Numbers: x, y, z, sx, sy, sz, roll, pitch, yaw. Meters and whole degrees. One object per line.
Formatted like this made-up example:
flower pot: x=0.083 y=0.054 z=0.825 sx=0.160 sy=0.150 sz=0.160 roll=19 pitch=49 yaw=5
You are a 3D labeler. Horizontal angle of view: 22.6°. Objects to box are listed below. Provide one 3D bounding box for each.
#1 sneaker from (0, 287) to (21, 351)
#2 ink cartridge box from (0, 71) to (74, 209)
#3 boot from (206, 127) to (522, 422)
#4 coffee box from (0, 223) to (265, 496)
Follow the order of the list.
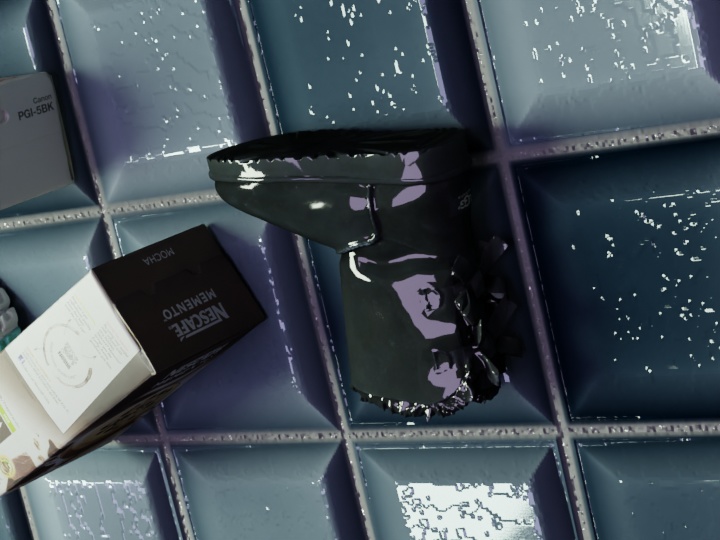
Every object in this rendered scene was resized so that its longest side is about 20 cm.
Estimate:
sneaker: x=-0.326 y=0.030 z=1.347 sx=0.200 sy=0.078 sz=0.091 roll=40 pitch=142 yaw=24
ink cartridge box: x=-0.321 y=-0.076 z=1.243 sx=0.200 sy=0.147 sz=0.083 roll=-1 pitch=106 yaw=39
boot: x=0.000 y=0.000 z=1.076 sx=0.198 sy=0.073 sz=0.163 roll=2 pitch=111 yaw=37
coffee box: x=-0.173 y=0.062 z=1.200 sx=0.200 sy=0.113 sz=0.080 roll=-38 pitch=82 yaw=40
